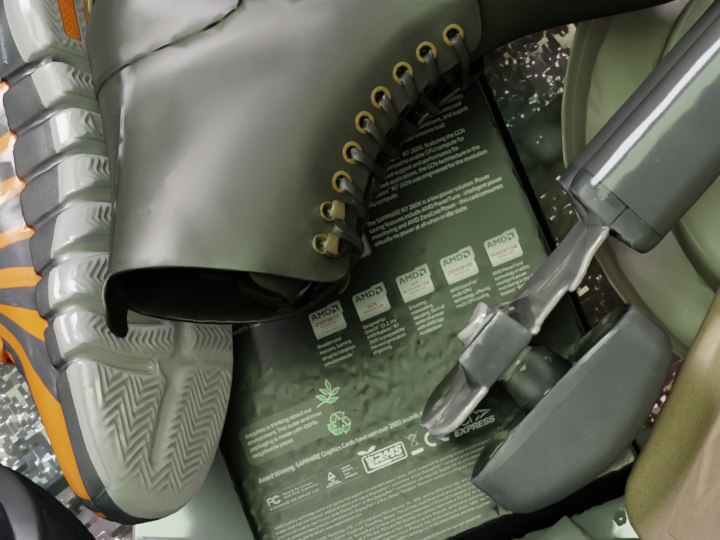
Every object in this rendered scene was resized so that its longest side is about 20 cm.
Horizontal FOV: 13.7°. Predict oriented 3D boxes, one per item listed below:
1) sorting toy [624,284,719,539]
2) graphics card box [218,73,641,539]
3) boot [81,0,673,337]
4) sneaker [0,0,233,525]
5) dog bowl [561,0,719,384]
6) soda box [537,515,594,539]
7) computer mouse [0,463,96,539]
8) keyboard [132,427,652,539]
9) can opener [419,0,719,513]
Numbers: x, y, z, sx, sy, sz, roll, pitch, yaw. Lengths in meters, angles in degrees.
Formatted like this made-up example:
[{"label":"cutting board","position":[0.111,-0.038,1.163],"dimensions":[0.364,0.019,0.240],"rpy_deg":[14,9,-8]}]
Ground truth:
[{"label":"sorting toy","position":[0.139,0.008,0.825],"dimensions":[0.036,0.200,0.185],"rpy_deg":[25,90,-6]},{"label":"graphics card box","position":[0.000,0.000,0.974],"dimensions":[0.125,0.051,0.200],"rpy_deg":[-23,73,3]},{"label":"boot","position":[0.016,-0.049,0.902],"dimensions":[0.200,0.077,0.138],"rpy_deg":[-8,61,10]},{"label":"sneaker","position":[-0.111,-0.002,0.952],"dimensions":[0.112,0.078,0.200],"rpy_deg":[-26,63,30]},{"label":"dog bowl","position":[0.166,-0.044,0.958],"dimensions":[0.200,0.059,0.200],"rpy_deg":[-1,81,8]},{"label":"soda box","position":[0.018,0.172,0.927],"dimensions":[0.200,0.064,0.068],"rpy_deg":[-41,110,-1]},{"label":"computer mouse","position":[-0.105,0.161,0.950],"dimensions":[0.053,0.138,0.200],"rpy_deg":[10,67,-35]},{"label":"keyboard","position":[0.023,0.080,0.983],"dimensions":[0.200,0.011,0.056],"rpy_deg":[-1,75,8]},{"label":"can opener","position":[0.095,-0.015,0.905],"dimensions":[0.067,0.053,0.200],"rpy_deg":[41,94,-6]}]
